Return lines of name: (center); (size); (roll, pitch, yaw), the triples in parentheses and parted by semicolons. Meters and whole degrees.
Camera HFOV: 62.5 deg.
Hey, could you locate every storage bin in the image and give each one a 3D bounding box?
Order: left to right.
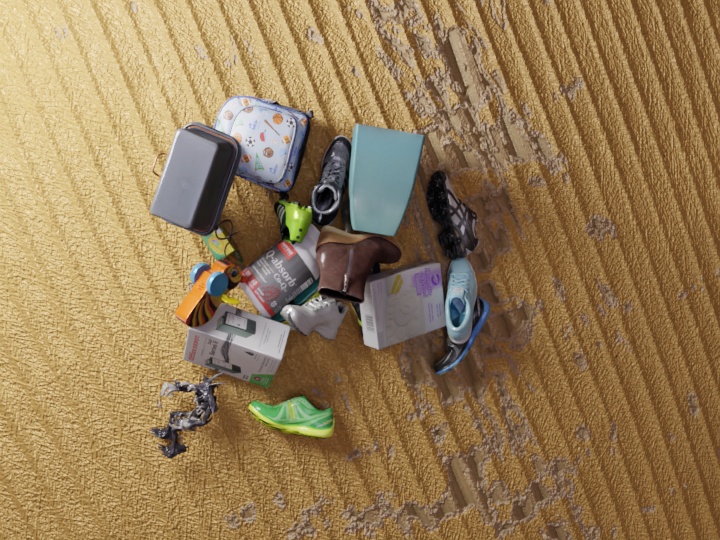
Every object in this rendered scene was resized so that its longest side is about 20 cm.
storage bin: (-0.319, -0.173, 1.096); (0.142, 0.134, 0.205); (21, 96, -6)

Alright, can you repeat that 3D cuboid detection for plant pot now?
plant pot: (0.041, -0.180, 1.214); (0.137, 0.141, 0.206); (7, 98, -4)

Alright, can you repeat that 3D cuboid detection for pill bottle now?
pill bottle: (-0.157, -0.003, 1.263); (0.199, 0.116, 0.117); (-40, 99, -9)

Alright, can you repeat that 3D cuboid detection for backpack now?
backpack: (-0.211, -0.266, 1.228); (0.186, 0.154, 0.205); (17, 94, 1)

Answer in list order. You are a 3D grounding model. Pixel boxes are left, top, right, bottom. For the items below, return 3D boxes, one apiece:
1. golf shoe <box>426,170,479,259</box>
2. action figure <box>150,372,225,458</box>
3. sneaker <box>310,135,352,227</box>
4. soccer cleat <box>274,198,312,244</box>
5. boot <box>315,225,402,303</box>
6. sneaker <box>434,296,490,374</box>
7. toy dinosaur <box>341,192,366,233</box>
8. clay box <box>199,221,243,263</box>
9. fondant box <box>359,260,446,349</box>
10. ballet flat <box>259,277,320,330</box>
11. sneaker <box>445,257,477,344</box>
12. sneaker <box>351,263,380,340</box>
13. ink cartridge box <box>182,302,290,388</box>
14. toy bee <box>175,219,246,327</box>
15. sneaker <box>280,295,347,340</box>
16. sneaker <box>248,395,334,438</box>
golf shoe: (0.213, -0.132, 1.347); (0.093, 0.077, 0.205); (-19, 99, -25)
action figure: (-0.366, 0.293, 1.242); (0.101, 0.119, 0.202); (25, 107, -42)
sneaker: (-0.058, -0.193, 1.266); (0.074, 0.114, 0.205); (16, 92, -4)
soccer cleat: (-0.146, -0.100, 1.218); (0.066, 0.200, 0.083); (16, 93, -19)
boot: (0.000, 0.000, 1.202); (0.195, 0.073, 0.170); (13, 49, -20)
sneaker: (0.224, 0.149, 1.370); (0.082, 0.071, 0.203); (30, 91, 12)
toy dinosaur: (0.005, -0.147, 1.314); (0.102, 0.077, 0.201); (41, 91, 3)
clay box: (-0.316, -0.092, 1.234); (0.047, 0.115, 0.203); (-32, 98, -5)
fondant box: (0.093, 0.072, 1.298); (0.196, 0.058, 0.149); (-15, 103, -33)
ballet flat: (-0.141, 0.091, 1.305); (0.198, 0.067, 0.068); (-35, 125, -7)
sneaker: (0.224, 0.054, 1.315); (0.072, 0.082, 0.205); (-3, 66, 11)
sneaker: (0.002, 0.057, 1.333); (0.081, 0.071, 0.206); (2, 97, 22)
ink cartridge box: (-0.261, 0.152, 1.237); (0.195, 0.147, 0.086); (20, 51, -9)
toy bee: (-0.269, 0.025, 1.154); (0.200, 0.108, 0.131); (-46, 57, 5)
sneaker: (-0.097, 0.089, 1.253); (0.074, 0.199, 0.088); (37, 99, 26)
sneaker: (-0.152, 0.318, 1.320); (0.195, 0.074, 0.086); (15, 67, -7)
